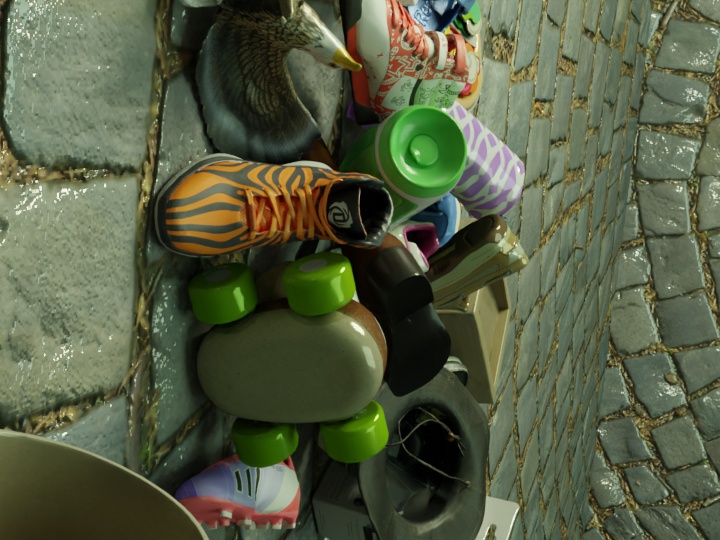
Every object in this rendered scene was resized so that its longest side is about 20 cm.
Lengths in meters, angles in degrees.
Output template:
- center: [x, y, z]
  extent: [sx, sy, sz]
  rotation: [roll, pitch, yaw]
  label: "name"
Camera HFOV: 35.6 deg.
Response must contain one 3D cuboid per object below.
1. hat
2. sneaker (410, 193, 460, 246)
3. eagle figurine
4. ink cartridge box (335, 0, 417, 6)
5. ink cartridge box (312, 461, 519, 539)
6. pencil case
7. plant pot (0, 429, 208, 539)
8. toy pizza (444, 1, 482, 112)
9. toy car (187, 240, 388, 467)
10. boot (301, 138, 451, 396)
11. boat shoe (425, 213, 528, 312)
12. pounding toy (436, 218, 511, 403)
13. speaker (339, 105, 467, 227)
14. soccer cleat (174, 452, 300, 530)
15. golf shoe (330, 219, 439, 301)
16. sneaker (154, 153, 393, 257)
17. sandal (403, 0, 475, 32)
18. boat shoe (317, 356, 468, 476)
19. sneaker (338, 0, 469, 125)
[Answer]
- center: [0.044, 0.196, 1.129]
  extent: [0.199, 0.080, 0.203]
  rotation: [9, 77, -42]
  label: "hat"
- center: [0.070, -0.110, 1.250]
  extent: [0.111, 0.076, 0.203]
  rotation: [-2, 98, -72]
  label: "sneaker"
- center: [-0.065, -0.184, 0.860]
  extent: [0.151, 0.152, 0.200]
  rotation: [-26, 171, -18]
  label: "eagle figurine"
- center: [0.034, -0.366, 1.047]
  extent: [0.146, 0.086, 0.201]
  rotation: [75, 30, -45]
  label: "ink cartridge box"
- center: [0.062, 0.249, 1.210]
  extent: [0.116, 0.198, 0.068]
  rotation: [-59, 152, -43]
  label: "ink cartridge box"
- center: [0.085, -0.129, 1.153]
  extent: [0.199, 0.085, 0.085]
  rotation: [38, 49, -32]
  label: "pencil case"
- center: [-0.200, 0.218, 0.604]
  extent: [0.187, 0.186, 0.202]
  rotation: [1, 112, -68]
  label: "plant pot"
- center: [0.090, -0.267, 1.205]
  extent: [0.200, 0.031, 0.203]
  rotation: [29, 55, -51]
  label: "toy pizza"
- center: [-0.041, 0.041, 0.962]
  extent: [0.200, 0.156, 0.166]
  rotation: [-64, 145, -61]
  label: "toy car"
- center: [0.000, 0.000, 1.031]
  extent: [0.068, 0.201, 0.189]
  rotation: [-31, 141, -6]
  label: "boot"
- center: [0.089, 0.019, 1.194]
  extent: [0.076, 0.199, 0.072]
  rotation: [46, 38, -22]
  label: "boat shoe"
- center: [0.095, 0.073, 1.352]
  extent: [0.185, 0.140, 0.201]
  rotation: [-72, 155, -42]
  label: "pounding toy"
- center: [0.033, -0.091, 1.040]
  extent: [0.200, 0.087, 0.090]
  rotation: [152, -47, -74]
  label: "speaker"
- center: [-0.105, 0.183, 0.964]
  extent: [0.200, 0.066, 0.077]
  rotation: [36, 47, -66]
  label: "soccer cleat"
- center: [0.014, 0.003, 1.131]
  extent: [0.201, 0.091, 0.076]
  rotation: [-57, 137, -46]
  label: "golf shoe"
- center: [-0.053, -0.051, 0.859]
  extent: [0.199, 0.111, 0.079]
  rotation: [-16, 108, -43]
  label: "sneaker"
- center: [0.093, -0.308, 1.125]
  extent: [0.079, 0.087, 0.202]
  rotation: [29, 58, -23]
  label: "sandal"
- center: [0.049, 0.159, 1.218]
  extent: [0.199, 0.067, 0.072]
  rotation: [-26, 135, -33]
  label: "boat shoe"
- center: [0.039, -0.204, 0.980]
  extent: [0.202, 0.107, 0.068]
  rotation: [80, 2, -62]
  label: "sneaker"
